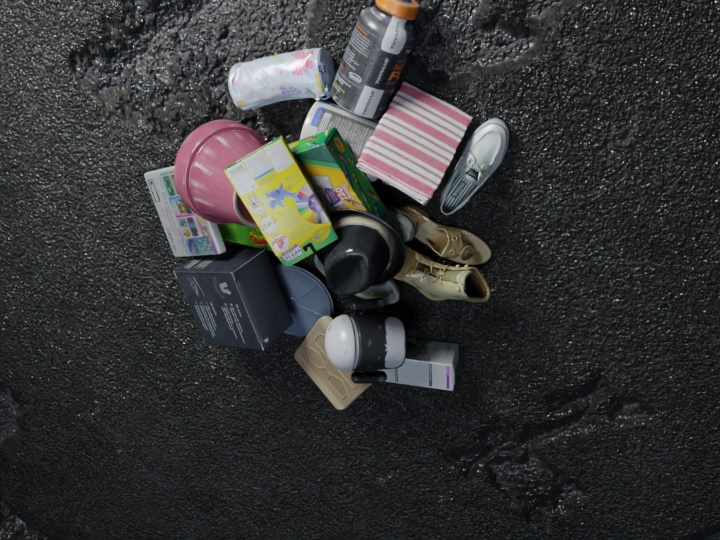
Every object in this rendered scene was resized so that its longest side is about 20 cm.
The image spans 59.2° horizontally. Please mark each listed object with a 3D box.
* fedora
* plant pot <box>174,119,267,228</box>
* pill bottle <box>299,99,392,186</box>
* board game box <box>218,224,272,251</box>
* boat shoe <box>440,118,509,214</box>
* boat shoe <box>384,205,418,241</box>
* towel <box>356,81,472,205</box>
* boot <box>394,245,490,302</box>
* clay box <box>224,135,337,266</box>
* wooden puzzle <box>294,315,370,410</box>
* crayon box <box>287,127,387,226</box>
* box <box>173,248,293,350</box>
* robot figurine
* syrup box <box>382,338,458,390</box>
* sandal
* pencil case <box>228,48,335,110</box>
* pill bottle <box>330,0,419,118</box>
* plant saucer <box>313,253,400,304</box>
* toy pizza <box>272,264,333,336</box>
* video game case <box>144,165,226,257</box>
[{"bbox_3d":[-0.015,-0.017,1.170,0.200,0.092,0.201,14,138,13],"label":"fedora"},{"bbox_3d":[-0.228,-0.169,1.210,0.179,0.200,0.201,33,136,43],"label":"plant pot"},{"bbox_3d":[-0.004,-0.233,1.185,0.199,0.114,0.114,22,125,4],"label":"pill bottle"},{"bbox_3d":[-0.275,-0.116,1.389,0.199,0.048,0.102,13,125,11],"label":"board game box"},{"bbox_3d":[0.211,-0.183,1.174,0.073,0.067,0.200,26,125,1],"label":"boat shoe"},{"bbox_3d":[0.014,-0.096,1.273,0.199,0.068,0.075,18,125,20],"label":"boat shoe"},{"bbox_3d":[0.097,-0.229,1.127,0.146,0.200,0.030,29,161,-1],"label":"towel"},{"bbox_3d":[0.146,0.004,1.247,0.200,0.073,0.155,37,162,-31],"label":"boot"},{"bbox_3d":[-0.134,-0.117,1.103,0.115,0.048,0.200,-28,110,3],"label":"clay box"},{"bbox_3d":[-0.055,0.213,1.479,0.185,0.046,0.200,48,139,9],"label":"wooden puzzle"},{"bbox_3d":[-0.051,-0.152,1.162,0.118,0.058,0.200,-11,128,34],"label":"crayon box"},{"bbox_3d":[-0.284,0.062,1.428,0.199,0.117,0.197,2,120,37],"label":"box"},{"bbox_3d":[0.023,0.150,1.349,0.199,0.151,0.125,-2,147,-15],"label":"robot figurine"},{"bbox_3d":[0.120,0.208,1.444,0.199,0.079,0.082,6,123,15],"label":"syrup box"},{"bbox_3d":[0.160,-0.055,1.270,0.211,0.070,0.078,30,126,-1],"label":"sandal"},{"bbox_3d":[-0.144,-0.352,1.174,0.199,0.083,0.091,-2,100,20],"label":"pencil case"},{"bbox_3d":[0.029,-0.374,1.090,0.106,0.106,0.200,27,126,0],"label":"pill bottle"},{"bbox_3d":[0.000,0.000,1.340,0.200,0.050,0.200,25,160,10],"label":"plant saucer"},{"bbox_3d":[-0.155,0.067,1.475,0.199,0.032,0.201,9,125,14],"label":"toy pizza"},{"bbox_3d":[-0.382,-0.127,1.377,0.182,0.024,0.201,-2,111,42],"label":"video game case"}]
